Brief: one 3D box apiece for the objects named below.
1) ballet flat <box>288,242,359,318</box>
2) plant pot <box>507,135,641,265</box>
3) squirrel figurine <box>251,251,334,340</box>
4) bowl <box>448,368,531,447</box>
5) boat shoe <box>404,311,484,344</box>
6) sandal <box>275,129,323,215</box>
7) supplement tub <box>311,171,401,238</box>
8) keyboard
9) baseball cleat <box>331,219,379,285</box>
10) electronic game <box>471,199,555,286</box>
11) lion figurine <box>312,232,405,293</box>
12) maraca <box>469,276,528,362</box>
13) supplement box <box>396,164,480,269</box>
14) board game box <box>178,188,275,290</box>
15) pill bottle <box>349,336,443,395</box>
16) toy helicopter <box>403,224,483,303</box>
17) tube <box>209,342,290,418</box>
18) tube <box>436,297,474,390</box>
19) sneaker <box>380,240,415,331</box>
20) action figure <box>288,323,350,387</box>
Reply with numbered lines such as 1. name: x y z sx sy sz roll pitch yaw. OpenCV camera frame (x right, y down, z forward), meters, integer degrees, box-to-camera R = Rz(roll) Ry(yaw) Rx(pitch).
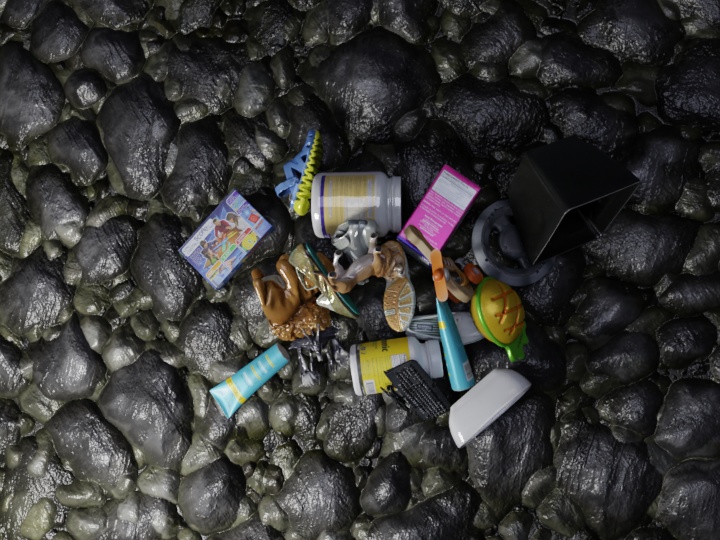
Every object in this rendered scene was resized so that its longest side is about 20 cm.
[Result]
1. ballet flat: -0.082 0.034 1.294 0.070 0.071 0.201 -37 98 -1
2. plant pot: 0.430 -0.163 1.292 0.196 0.201 0.179 -20 62 -17
3. squirrel figurine: -0.133 0.057 1.373 0.183 0.141 0.204 -21 96 -8
4. bowl: 0.262 0.279 1.267 0.199 0.200 0.075 -40 71 0
5. boat shoe: 0.195 0.131 1.350 0.195 0.067 0.075 -5 83 4
6. sandal: -0.144 -0.238 1.423 0.085 0.079 0.204 16 83 11
7. supplement tub: -0.005 -0.147 1.363 0.195 0.145 0.149 0 83 5
8. keyboard: 0.117 0.272 1.291 0.103 0.201 0.040 -26 38 16
9. baseball cleat: -0.015 -0.045 1.333 0.104 0.202 0.071 7 48 -4
10. electronic game: 0.349 -0.064 1.372 0.195 0.042 0.205 0 78 -1
11. lion figurine: 0.000 0.000 1.259 0.196 0.124 0.073 -21 54 -9
12. maraca: 0.307 0.104 1.306 0.201 0.106 0.138 50 50 -21
13. supplement box: 0.175 -0.119 1.365 0.103 0.101 0.202 35 87 8
14. board game box: -0.318 -0.074 1.437 0.135 0.034 0.200 43 88 9
15. pill bottle: 0.080 0.206 1.330 0.195 0.111 0.114 -8 82 4
16. toy helicopter: 0.158 -0.013 1.250 0.201 0.132 0.079 48 116 6
17. tube: -0.252 0.247 1.392 0.199 0.050 0.078 -39 74 5
18. tube: 0.193 0.148 1.278 0.049 0.077 0.204 -15 94 10
19. sneaker: 0.091 0.037 1.358 0.074 0.088 0.205 -8 76 15
20. action figure: -0.082 0.186 1.299 0.117 0.201 0.103 -24 65 -7
